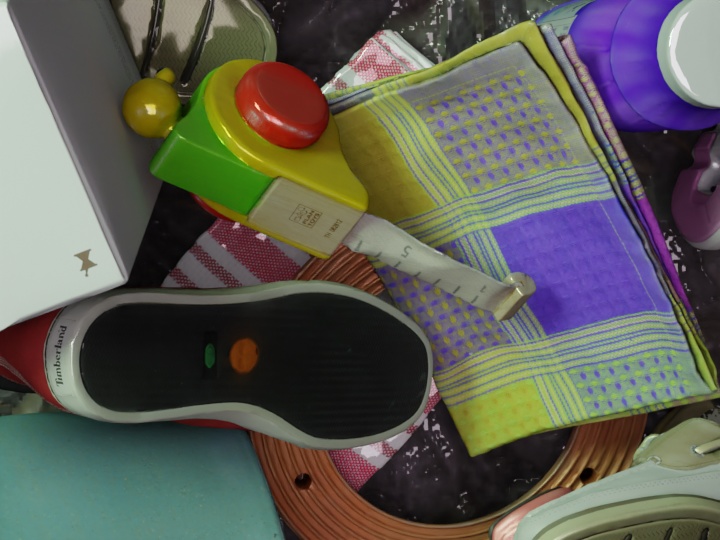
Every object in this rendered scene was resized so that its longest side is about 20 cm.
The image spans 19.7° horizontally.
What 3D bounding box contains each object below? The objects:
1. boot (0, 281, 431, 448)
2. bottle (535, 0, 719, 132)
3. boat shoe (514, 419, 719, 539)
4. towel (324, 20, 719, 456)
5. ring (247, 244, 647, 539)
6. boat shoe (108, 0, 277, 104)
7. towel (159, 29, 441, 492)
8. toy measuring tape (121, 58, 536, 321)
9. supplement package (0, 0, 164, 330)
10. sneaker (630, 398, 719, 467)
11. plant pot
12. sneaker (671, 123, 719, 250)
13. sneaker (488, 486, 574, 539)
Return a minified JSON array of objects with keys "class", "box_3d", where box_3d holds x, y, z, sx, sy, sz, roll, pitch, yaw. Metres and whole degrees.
[{"class":"boot","box_3d":[-0.079,0.035,0.932,0.200,0.144,0.073,7,89,-37]},{"class":"bottle","box_3d":[0.130,-0.095,0.916,0.083,0.200,0.065,-10,95,-7]},{"class":"boat shoe","box_3d":[0.149,0.110,0.926,0.200,0.068,0.075,-3,125,-27]},{"class":"towel","box_3d":[0.065,-0.009,0.928,0.143,0.023,0.200,-15,114,32]},{"class":"ring","box_3d":[0.043,0.060,1.003,0.200,0.019,0.201,-3,105,-11]},{"class":"boat shoe","box_3d":[-0.136,-0.126,0.987,0.199,0.068,0.075,13,98,-2]},{"class":"towel","box_3d":[0.000,0.000,1.018,0.146,0.030,0.200,41,95,-5]},{"class":"toy measuring tape","box_3d":[-0.012,-0.042,0.903,0.200,0.074,0.074,23,95,-20]},{"class":"supplement package","box_3d":[-0.162,-0.057,0.865,0.121,0.200,0.120,-20,107,5]},{"class":"sneaker","box_3d":[0.156,0.160,0.996,0.077,0.089,0.201,14,95,0]},{"class":"plant pot","box_3d":[-0.131,0.151,0.959,0.188,0.200,0.201,-15,94,-13]},{"class":"sneaker","box_3d":[0.227,-0.088,0.985,0.088,0.080,0.200,26,87,-19]},{"class":"sneaker","box_3d":[0.061,0.201,0.984,0.087,0.074,0.200,43,110,24]}]
